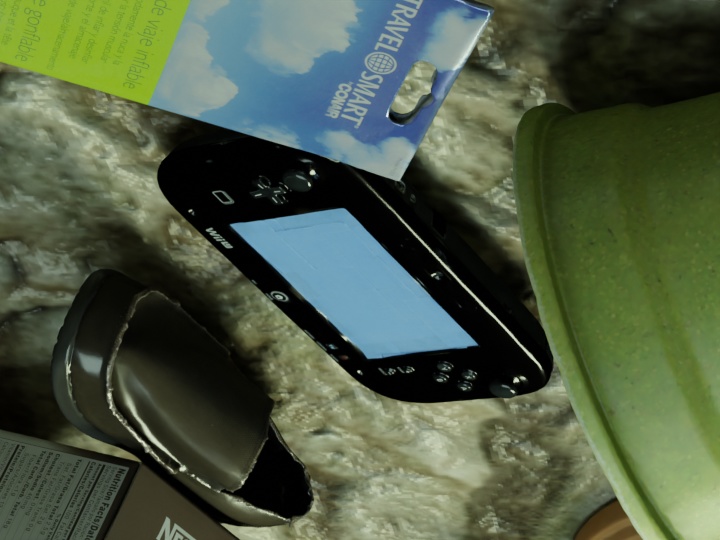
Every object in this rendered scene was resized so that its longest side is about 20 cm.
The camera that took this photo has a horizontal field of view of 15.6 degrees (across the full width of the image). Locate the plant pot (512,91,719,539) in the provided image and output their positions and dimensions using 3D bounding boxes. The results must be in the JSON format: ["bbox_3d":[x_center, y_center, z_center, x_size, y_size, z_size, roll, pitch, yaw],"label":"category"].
[{"bbox_3d":[0.182,-0.002,0.991,0.184,0.201,0.200,-22,136,20],"label":"plant pot"}]

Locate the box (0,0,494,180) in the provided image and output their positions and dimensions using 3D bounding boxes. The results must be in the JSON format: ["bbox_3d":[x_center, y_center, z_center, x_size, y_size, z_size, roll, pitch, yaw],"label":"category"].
[{"bbox_3d":[-0.060,-0.108,0.994,0.200,0.048,0.122,16,145,-10],"label":"box"}]

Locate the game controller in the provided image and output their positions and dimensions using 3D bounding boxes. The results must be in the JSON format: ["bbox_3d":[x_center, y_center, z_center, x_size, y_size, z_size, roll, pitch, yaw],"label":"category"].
[{"bbox_3d":[0.000,0.000,1.139,0.104,0.042,0.200,-15,138,31],"label":"game controller"}]

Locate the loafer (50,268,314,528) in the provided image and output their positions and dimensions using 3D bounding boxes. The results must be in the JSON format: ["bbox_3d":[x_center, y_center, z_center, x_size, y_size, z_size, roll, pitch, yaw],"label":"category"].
[{"bbox_3d":[-0.073,0.061,1.210,0.071,0.073,0.200,11,159,29],"label":"loafer"}]

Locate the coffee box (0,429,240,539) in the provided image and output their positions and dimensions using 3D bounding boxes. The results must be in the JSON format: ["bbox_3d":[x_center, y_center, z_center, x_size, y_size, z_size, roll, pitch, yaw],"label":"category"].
[{"bbox_3d":[-0.160,0.135,1.275,0.200,0.080,0.114,9,156,39],"label":"coffee box"}]

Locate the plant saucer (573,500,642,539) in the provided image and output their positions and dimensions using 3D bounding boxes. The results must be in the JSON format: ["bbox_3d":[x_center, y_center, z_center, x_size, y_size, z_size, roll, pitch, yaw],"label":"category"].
[{"bbox_3d":[0.200,0.179,1.332,0.200,0.038,0.200,10,141,9],"label":"plant saucer"}]
